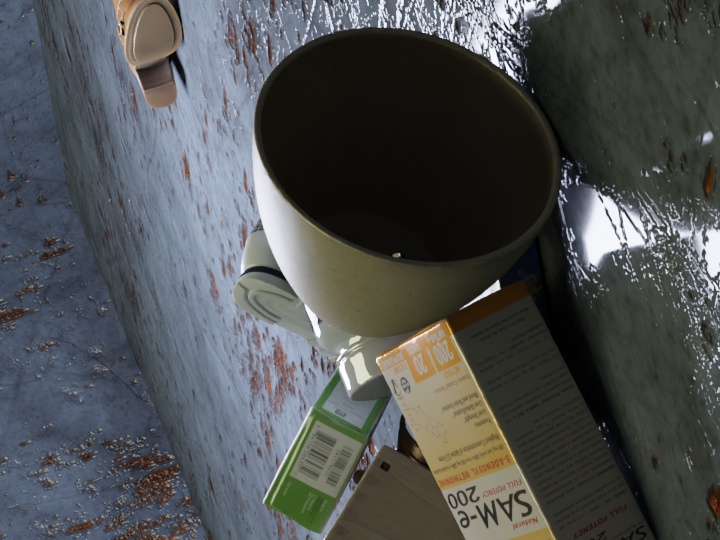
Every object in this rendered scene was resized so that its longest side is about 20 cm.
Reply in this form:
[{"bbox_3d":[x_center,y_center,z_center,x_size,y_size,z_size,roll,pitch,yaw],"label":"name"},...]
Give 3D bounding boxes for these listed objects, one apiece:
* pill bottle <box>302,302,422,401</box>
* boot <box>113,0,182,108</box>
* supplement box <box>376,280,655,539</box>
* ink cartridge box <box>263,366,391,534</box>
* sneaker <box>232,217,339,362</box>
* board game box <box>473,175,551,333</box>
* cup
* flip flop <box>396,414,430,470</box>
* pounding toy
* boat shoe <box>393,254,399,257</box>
[{"bbox_3d":[0.000,0.000,1.641,0.113,0.113,0.201,112,140,-70],"label":"pill bottle"},{"bbox_3d":[-0.279,-0.320,2.465,0.200,0.073,0.155,97,157,-55],"label":"boot"},{"bbox_3d":[0.104,0.122,1.353,0.201,0.073,0.126,63,153,4],"label":"supplement box"},{"bbox_3d":[-0.021,0.147,1.764,0.104,0.059,0.200,-63,-2,17],"label":"ink cartridge box"},{"bbox_3d":[-0.021,0.025,1.735,0.076,0.200,0.081,-25,42,40],"label":"sneaker"},{"bbox_3d":[0.094,0.003,1.430,0.135,0.034,0.201,-137,33,-65],"label":"board game box"},{"bbox_3d":[0.017,-0.039,1.281,0.143,0.199,0.201,109,143,-50],"label":"cup"},{"bbox_3d":[0.064,0.170,1.715,0.081,0.057,0.201,-150,43,-73],"label":"flip flop"},{"bbox_3d":[0.049,0.237,1.643,0.184,0.142,0.200,30,155,9],"label":"pounding toy"},{"bbox_3d":[0.018,-0.059,1.447,0.060,0.072,0.202,-76,-30,-54],"label":"boat shoe"}]
